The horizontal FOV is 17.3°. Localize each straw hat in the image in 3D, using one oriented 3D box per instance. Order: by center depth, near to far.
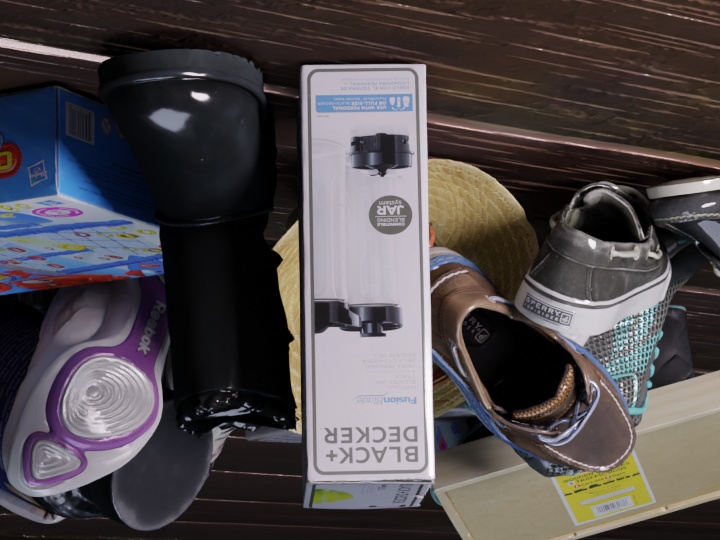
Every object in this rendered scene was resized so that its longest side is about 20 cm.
[{"bbox_3d":[0.000,0.000,1.362,0.201,0.201,0.085,7,-151,-35],"label":"straw hat"}]

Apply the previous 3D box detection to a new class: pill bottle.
[{"bbox_3d":[-0.191,0.088,1.465,0.200,0.112,0.112,21,-175,38],"label":"pill bottle"}]

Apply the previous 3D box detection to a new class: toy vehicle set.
[{"bbox_3d":[0.154,0.130,1.531,0.200,0.027,0.124,-17,146,7],"label":"toy vehicle set"}]

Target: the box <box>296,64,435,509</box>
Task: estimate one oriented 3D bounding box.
[{"bbox_3d":[0.001,0.011,1.140,0.060,0.200,0.117,-1,170,-3],"label":"box"}]

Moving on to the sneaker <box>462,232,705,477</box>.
[{"bbox_3d":[0.152,0.053,1.464,0.200,0.091,0.078,-40,-168,-26],"label":"sneaker"}]

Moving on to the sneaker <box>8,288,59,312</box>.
[{"bbox_3d":[-0.161,0.033,1.597,0.115,0.075,0.200,1,180,-37],"label":"sneaker"}]

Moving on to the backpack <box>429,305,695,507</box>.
[{"bbox_3d":[0.127,0.087,1.626,0.176,0.153,0.200,-4,148,-14],"label":"backpack"}]

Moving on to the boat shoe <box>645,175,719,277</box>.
[{"bbox_3d":[0.233,-0.016,1.377,0.072,0.068,0.200,-7,166,36],"label":"boat shoe"}]

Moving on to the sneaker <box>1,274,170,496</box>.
[{"bbox_3d":[-0.153,0.053,1.367,0.075,0.200,0.100,44,143,-21],"label":"sneaker"}]

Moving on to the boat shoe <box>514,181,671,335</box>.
[{"bbox_3d":[0.144,-0.015,1.350,0.071,0.064,0.200,22,-163,11],"label":"boat shoe"}]

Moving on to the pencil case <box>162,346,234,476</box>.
[{"bbox_3d":[-0.099,0.076,1.570,0.078,0.089,0.200,18,138,-22],"label":"pencil case"}]

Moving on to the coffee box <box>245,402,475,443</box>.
[{"bbox_3d":[0.005,0.049,1.559,0.080,0.113,0.200,5,168,-32],"label":"coffee box"}]

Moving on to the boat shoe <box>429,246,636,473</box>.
[{"bbox_3d":[0.096,0.066,1.339,0.200,0.072,0.072,37,-177,-34],"label":"boat shoe"}]

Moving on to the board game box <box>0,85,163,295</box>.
[{"bbox_3d":[-0.185,-0.036,1.252,0.196,0.056,0.200,-8,167,27],"label":"board game box"}]

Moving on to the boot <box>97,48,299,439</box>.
[{"bbox_3d":[-0.073,-0.008,1.131,0.073,0.163,0.198,-4,169,8],"label":"boot"}]

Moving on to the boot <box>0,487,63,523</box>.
[{"bbox_3d":[-0.259,0.096,1.633,0.200,0.074,0.096,39,-170,8],"label":"boot"}]
